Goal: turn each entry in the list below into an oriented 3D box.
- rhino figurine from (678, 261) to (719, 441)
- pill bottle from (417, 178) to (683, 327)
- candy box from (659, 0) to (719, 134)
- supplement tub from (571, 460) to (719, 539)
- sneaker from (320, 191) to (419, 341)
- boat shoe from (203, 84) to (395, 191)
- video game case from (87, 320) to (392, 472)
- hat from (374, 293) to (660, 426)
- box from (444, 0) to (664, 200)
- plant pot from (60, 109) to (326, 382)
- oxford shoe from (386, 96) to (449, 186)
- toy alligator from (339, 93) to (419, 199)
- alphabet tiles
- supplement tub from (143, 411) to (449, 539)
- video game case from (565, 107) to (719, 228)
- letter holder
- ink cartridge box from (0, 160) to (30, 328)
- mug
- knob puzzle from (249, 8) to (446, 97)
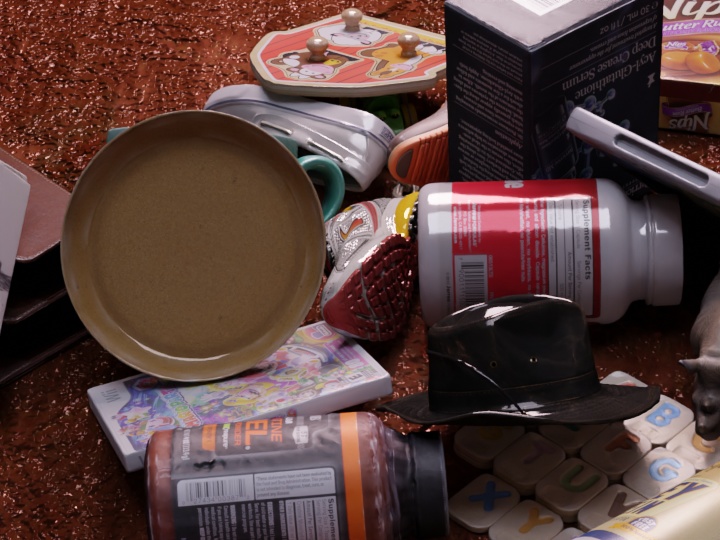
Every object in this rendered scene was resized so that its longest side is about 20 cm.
[{"bbox_3d":[0.268,0.052,1.411,0.059,0.088,0.200,12,39,19],"label":"rhino figurine"},{"bbox_3d":[0.145,-0.014,1.493,0.198,0.113,0.113,-1,37,4],"label":"pill bottle"},{"bbox_3d":[0.296,-0.204,1.775,0.116,0.057,0.201,8,37,17],"label":"candy box"},{"bbox_3d":[0.225,0.194,1.183,0.199,0.145,0.144,-24,41,-24],"label":"supplement tub"},{"bbox_3d":[0.000,0.000,1.522,0.081,0.079,0.200,-3,20,15],"label":"sneaker"},{"bbox_3d":[-0.063,-0.107,1.681,0.199,0.072,0.066,15,61,29],"label":"boat shoe"},{"bbox_3d":[-0.091,0.089,1.427,0.198,0.018,0.143,-16,20,-14],"label":"video game case"},{"bbox_3d":[0.107,0.058,1.347,0.198,0.082,0.201,-2,2,0],"label":"hat"},{"bbox_3d":[0.157,-0.140,1.584,0.148,0.201,0.107,-29,44,-28],"label":"box"},{"bbox_3d":[-0.123,-0.018,1.449,0.198,0.202,0.027,-2,-5,4],"label":"plant pot"},{"bbox_3d":[0.091,-0.129,1.677,0.199,0.072,0.073,-21,55,-35],"label":"oxford shoe"},{"bbox_3d":[0.021,-0.134,1.713,0.059,0.055,0.201,-10,37,-7],"label":"toy alligator"},{"bbox_3d":[0.164,0.141,1.368,0.195,0.015,0.199,-32,44,-32],"label":"alphabet tiles"},{"bbox_3d":[-0.041,0.151,1.303,0.198,0.108,0.107,-5,37,-1],"label":"supplement tub"},{"bbox_3d":[0.272,-0.053,1.496,0.181,0.199,0.022,31,93,38],"label":"video game case"},{"bbox_3d":[-0.309,-0.012,1.553,0.142,0.101,0.199,-33,45,-30],"label":"letter holder"},{"bbox_3d":[-0.341,0.011,1.446,0.144,0.083,0.202,-1,68,25],"label":"ink cartridge box"},{"bbox_3d":[-0.112,-0.049,1.542,0.183,0.116,0.152,3,-1,8],"label":"mug"},{"bbox_3d":[-0.011,-0.196,1.724,0.217,0.031,0.220,0,25,0],"label":"knob puzzle"}]
